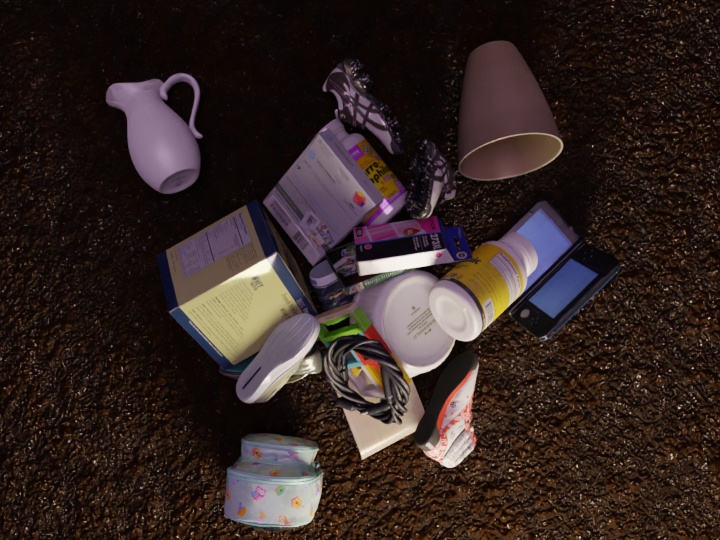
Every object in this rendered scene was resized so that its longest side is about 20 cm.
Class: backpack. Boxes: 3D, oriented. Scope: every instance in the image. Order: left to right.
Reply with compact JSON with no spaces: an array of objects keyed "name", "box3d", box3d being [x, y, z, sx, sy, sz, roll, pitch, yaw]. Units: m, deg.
[{"name":"backpack","box3d":[-0.152,0.370,1.142,0.170,0.200,0.158,7,90,1]}]

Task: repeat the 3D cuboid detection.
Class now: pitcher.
[{"name":"pitcher","box3d":[-0.349,-0.258,1.195,0.168,0.122,0.204,-25,79,-15]}]

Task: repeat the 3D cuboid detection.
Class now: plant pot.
[{"name":"plant pot","box3d":[0.251,-0.294,1.165,0.181,0.188,0.206,-6,76,0]}]

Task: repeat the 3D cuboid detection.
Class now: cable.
[{"name":"cable","box3d":[0.010,0.187,1.087,0.161,0.203,0.051,30,50,19]}]

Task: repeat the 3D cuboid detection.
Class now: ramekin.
[{"name":"ramekin","box3d":[0.085,0.090,1.157,0.197,0.094,0.209,3,84,-25]}]

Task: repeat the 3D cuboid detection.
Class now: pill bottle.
[{"name":"pill bottle","box3d":[-0.004,-0.174,1.189,0.104,0.104,0.201,-40,90,0]},{"name":"pill bottle","box3d":[0.216,0.020,1.119,0.198,0.111,0.113,-36,90,-30]}]

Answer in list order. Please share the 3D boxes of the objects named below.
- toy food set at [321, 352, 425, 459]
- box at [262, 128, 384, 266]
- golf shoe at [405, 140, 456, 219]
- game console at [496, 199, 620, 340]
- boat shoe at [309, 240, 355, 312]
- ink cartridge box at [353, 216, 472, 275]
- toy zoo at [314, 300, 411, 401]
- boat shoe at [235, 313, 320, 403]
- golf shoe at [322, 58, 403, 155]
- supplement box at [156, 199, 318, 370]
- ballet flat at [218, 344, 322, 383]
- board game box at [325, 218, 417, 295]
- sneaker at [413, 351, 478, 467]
[{"name":"toy food set","box3d":[0.028,0.229,1.219,0.140,0.060,0.205,-23,91,-11]},{"name":"box","box3d":[-0.071,-0.125,1.165,0.157,0.041,0.200,50,131,2]},{"name":"golf shoe","box3d":[0.135,-0.149,1.149,0.093,0.203,0.078,33,130,-18]},{"name":"game console","box3d":[0.333,-0.005,1.185,0.200,0.171,0.119,-44,116,1]},{"name":"boat shoe","box3d":[0.000,0.000,1.214,0.197,0.071,0.093,-30,124,-16]},{"name":"ink cartridge box","box3d":[0.086,-0.045,1.111,0.194,0.096,0.038,-7,130,-1]},{"name":"toy zoo","box3d":[0.006,0.150,1.116,0.202,0.130,0.020,54,52,-11]},{"name":"boat shoe","box3d":[-0.138,0.153,1.137,0.200,0.062,0.073,-45,58,13]},{"name":"golf shoe","box3d":[0.006,-0.289,1.214,0.093,0.078,0.203,-33,88,18]},{"name":"supplement box","box3d":[-0.207,0.028,1.127,0.196,0.201,0.136,-28,50,0]},{"name":"ballet flat","box3d":[-0.165,0.185,1.209,0.194,0.068,0.065,-11,114,7]},{"name":"board game box","box3d":[0.045,-0.029,1.141,0.195,0.105,0.024,-20,132,-12]},{"name":"sneaker","box3d":[0.183,0.262,1.213,0.108,0.067,0.204,42,69,-27]}]
